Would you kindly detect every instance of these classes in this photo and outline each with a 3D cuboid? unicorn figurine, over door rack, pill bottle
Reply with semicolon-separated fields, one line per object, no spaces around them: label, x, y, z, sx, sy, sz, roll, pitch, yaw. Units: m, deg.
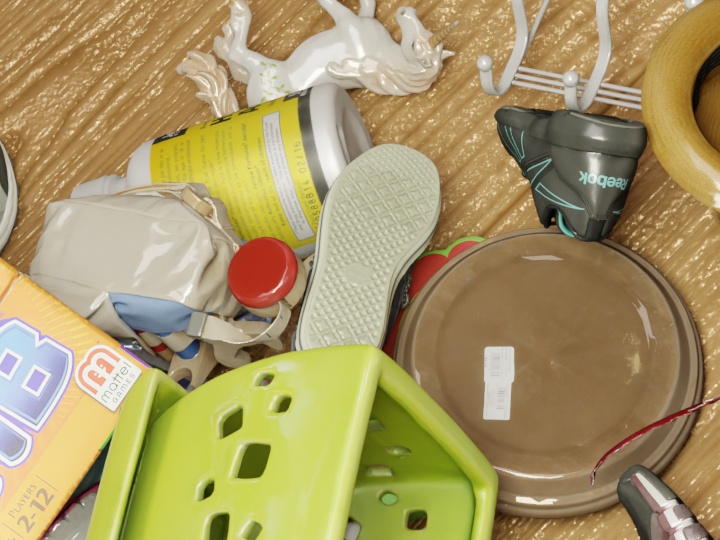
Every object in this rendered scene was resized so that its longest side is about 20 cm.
unicorn figurine;-0.022;-0.156;1.871;0.200;0.074;0.138;-37;64;17
over door rack;0.181;-0.191;1.777;0.147;0.067;0.200;14;58;32
pill bottle;-0.091;-0.048;1.807;0.199;0.111;0.112;-17;57;13

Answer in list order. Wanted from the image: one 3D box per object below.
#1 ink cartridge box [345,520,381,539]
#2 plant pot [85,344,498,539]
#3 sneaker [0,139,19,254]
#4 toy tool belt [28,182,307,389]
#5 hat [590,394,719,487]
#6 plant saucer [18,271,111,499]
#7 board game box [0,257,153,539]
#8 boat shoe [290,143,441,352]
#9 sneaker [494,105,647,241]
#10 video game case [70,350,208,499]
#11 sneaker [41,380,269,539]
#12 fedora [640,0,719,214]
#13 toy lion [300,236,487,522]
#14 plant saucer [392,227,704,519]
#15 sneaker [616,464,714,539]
ink cartridge box;-0.058;0.255;1.642;0.199;0.084;0.147;-17;59;12
plant pot;-0.049;0.167;1.523;0.181;0.199;0.201;0;64;27
sneaker;-0.303;-0.022;1.902;0.074;0.079;0.201;2;62;25
toy tool belt;-0.107;0.011;1.711;0.199;0.123;0.126;6;71;27
hat;0.262;0.037;1.598;0.199;0.176;0.166;12;57;-14
plant saucer;-0.262;0.094;1.763;0.199;0.027;0.201;0;94;-7
board game box;-0.271;0.097;1.621;0.199;0.200;0.200;35;75;-3
boat shoe;0.000;0.000;1.698;0.074;0.062;0.201;20;53;-2
sneaker;0.126;-0.064;1.704;0.075;0.200;0.080;7;94;-9
video game case;-0.223;0.129;1.820;0.182;0.022;0.201;21;72;31
sneaker;-0.125;0.147;1.736;0.088;0.081;0.200;46;78;-4
fedora;0.269;-0.089;1.683;0.199;0.082;0.202;2;55;-2
toy lion;0.043;0.071;1.723;0.191;0.069;0.201;7;66;17
plant saucer;0.117;0.059;1.676;0.199;0.030;0.201;-2;64;5
sneaker;0.179;0.216;1.573;0.115;0.076;0.200;-37;56;4
